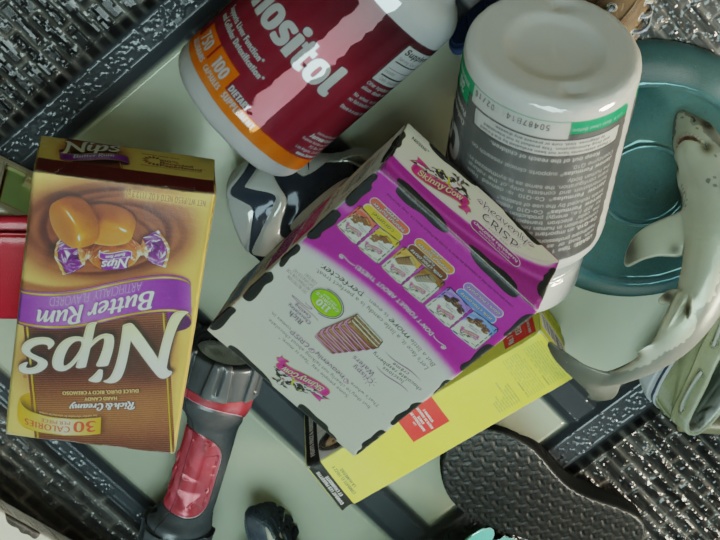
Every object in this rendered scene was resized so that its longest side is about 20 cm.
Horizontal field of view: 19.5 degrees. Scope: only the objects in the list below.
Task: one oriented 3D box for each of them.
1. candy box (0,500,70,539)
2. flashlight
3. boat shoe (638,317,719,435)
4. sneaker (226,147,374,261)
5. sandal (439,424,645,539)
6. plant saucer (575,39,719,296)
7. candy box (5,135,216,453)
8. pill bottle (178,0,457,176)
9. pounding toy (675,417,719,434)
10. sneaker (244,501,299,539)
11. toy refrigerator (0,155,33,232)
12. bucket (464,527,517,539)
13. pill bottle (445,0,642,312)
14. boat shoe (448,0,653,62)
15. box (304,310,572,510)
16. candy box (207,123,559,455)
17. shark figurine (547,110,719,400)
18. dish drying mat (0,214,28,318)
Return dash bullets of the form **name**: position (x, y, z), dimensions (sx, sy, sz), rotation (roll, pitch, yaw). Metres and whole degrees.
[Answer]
- **candy box**: position (-0.258, 0.253, 1.535), dimensions (0.200, 0.061, 0.137), rotation (35, 84, -33)
- **flashlight**: position (-0.123, 0.137, 1.533), dimensions (0.068, 0.068, 0.200), rotation (13, 116, -11)
- **boat shoe**: position (0.273, 0.031, 1.489), dimensions (0.072, 0.062, 0.200), rotation (-1, 131, -40)
- **sneaker**: position (0.000, 0.000, 1.457), dimensions (0.129, 0.080, 0.200), rotation (-15, 108, 15)
- **sandal**: position (0.130, 0.165, 1.580), dimensions (0.200, 0.048, 0.075), rotation (33, 111, -32)
- **plant saucer**: position (0.198, -0.064, 1.465), dimensions (0.199, 0.027, 0.201), rotation (-1, 118, -2)
- **candy box**: position (-0.164, 0.019, 1.368), dimensions (0.116, 0.057, 0.200), rotation (7, 119, -7)
- **pill bottle**: position (-0.012, -0.163, 1.351), dimensions (0.200, 0.113, 0.113), rotation (-40, 113, 17)
- **pounding toy**: position (0.377, 0.126, 1.532), dimensions (0.184, 0.142, 0.200), rotation (28, 117, -33)
- **sneaker**: position (-0.083, 0.268, 1.603), dimensions (0.086, 0.078, 0.200), rotation (-3, 119, 2)
- **toy refrigerator**: position (-0.240, -0.030, 1.432), dimensions (0.200, 0.076, 0.070), rotation (26, 114, -15)
- **bucket**: position (0.093, 0.311, 1.569), dimensions (0.135, 0.207, 0.207), rotation (-36, 115, 18)
- **pill bottle**: position (0.111, -0.071, 1.360), dimensions (0.113, 0.113, 0.200), rotation (3, 136, -5)
- **boat shoe**: position (0.156, -0.185, 1.378), dimensions (0.200, 0.072, 0.072), rotation (-32, 121, 25)
- **box**: position (0.054, 0.092, 1.515), dimensions (0.200, 0.075, 0.050), rotation (-30, 116, 14)
- **candy box**: position (0.013, 0.016, 1.357), dimensions (0.136, 0.061, 0.200), rotation (42, 129, -9)
- **shark figurine**: position (0.229, 0.015, 1.422), dimensions (0.089, 0.128, 0.215), rotation (11, 107, -50)
- **dish drying mat**: position (-0.241, -0.001, 1.395), dimensions (0.199, 0.018, 0.077), rotation (-1, 120, -3)
